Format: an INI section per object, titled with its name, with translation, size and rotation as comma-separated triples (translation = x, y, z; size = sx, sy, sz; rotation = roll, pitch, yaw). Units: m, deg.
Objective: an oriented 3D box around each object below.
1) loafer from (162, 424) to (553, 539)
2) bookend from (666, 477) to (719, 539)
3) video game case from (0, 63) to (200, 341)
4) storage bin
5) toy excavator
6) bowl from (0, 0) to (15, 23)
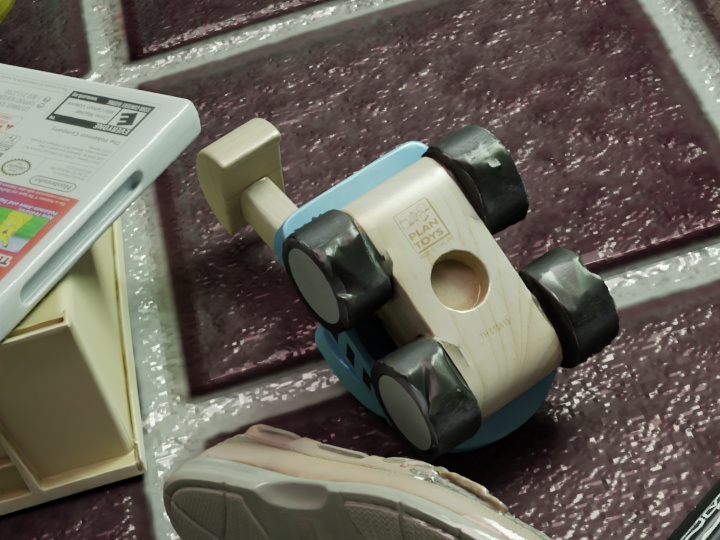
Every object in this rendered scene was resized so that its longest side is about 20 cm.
[loafer]
translation = 0.012, 0.097, 0.797
size = 0.199, 0.072, 0.063
rotation = 10, 38, 34
[bookend]
translation = 0.156, 0.153, 0.599
size = 0.199, 0.092, 0.200
rotation = -42, 23, -30
[video game case]
translation = -0.202, -0.033, 0.922
size = 0.199, 0.023, 0.182
rotation = 14, 47, 32
[storage bin]
translation = -0.216, 0.026, 0.948
size = 0.198, 0.094, 0.200
rotation = -17, 38, 2
[toy excavator]
translation = 0.000, 0.000, 0.900
size = 0.100, 0.200, 0.195
rotation = -33, 85, -20
[bowl]
translation = -0.278, -0.163, 1.188
size = 0.199, 0.108, 0.201
rotation = -10, 38, 8
